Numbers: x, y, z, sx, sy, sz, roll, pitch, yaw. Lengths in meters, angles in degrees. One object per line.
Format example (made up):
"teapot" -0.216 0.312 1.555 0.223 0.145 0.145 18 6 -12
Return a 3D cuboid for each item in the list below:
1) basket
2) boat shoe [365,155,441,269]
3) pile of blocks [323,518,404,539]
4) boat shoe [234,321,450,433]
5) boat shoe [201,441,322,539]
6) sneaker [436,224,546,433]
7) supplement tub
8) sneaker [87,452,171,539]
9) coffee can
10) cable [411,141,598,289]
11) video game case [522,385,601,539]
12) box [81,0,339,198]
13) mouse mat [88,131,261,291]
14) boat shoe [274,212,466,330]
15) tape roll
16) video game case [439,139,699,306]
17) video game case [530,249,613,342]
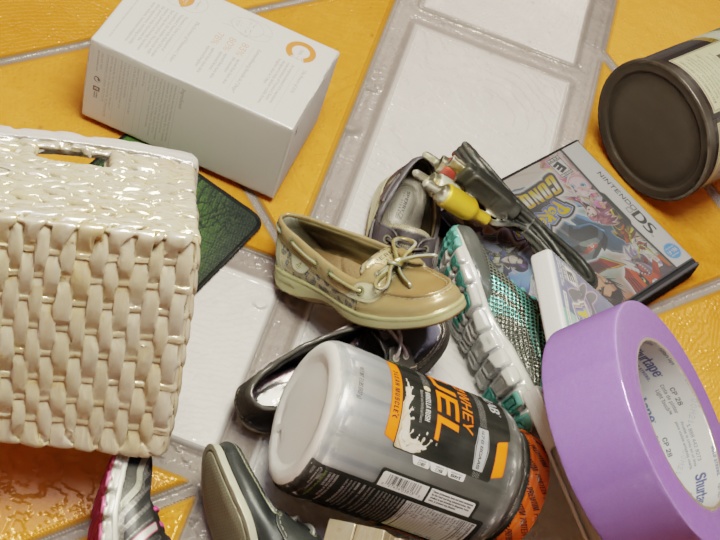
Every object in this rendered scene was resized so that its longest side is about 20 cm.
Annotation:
"basket" -0.225 0.017 0.982 0.198 0.200 0.161 7 25 -14
"boat shoe" 0.035 -0.020 1.200 0.072 0.065 0.200 18 53 -7
"pile of blocks" 0.057 0.249 1.005 0.200 0.082 0.062 21 70 -12
"boat shoe" -0.009 0.080 1.097 0.200 0.057 0.067 -22 76 -17
"boat shoe" -0.061 0.216 0.998 0.068 0.072 0.200 -17 66 -33
"sneaker" 0.134 0.047 1.177 0.091 0.078 0.200 -14 69 -22
"supplement tub" 0.039 0.142 1.030 0.200 0.123 0.123 23 49 -22
"sneaker" -0.151 0.219 0.966 0.087 0.074 0.200 5 56 -18
"coffee can" 0.365 -0.171 1.360 0.200 0.146 0.146 -23 64 -30
"cable" 0.133 -0.046 1.225 0.200 0.050 0.097 40 26 -17
"video game case" 0.203 0.194 1.067 0.143 0.017 0.200 25 38 -53
"box" -0.140 -0.176 1.238 0.200 0.098 0.125 24 49 2
"mouse mat" -0.202 -0.031 1.174 0.161 0.008 0.200 34 53 9
"boat shoe" 0.000 0.000 1.116 0.200 0.063 0.073 14 30 37
"tape roll" 0.217 0.127 1.016 0.200 0.066 0.200 40 36 -38
"video game case" 0.199 -0.025 1.279 0.200 0.026 0.181 -28 67 -32
"video game case" 0.212 0.103 1.122 0.182 0.023 0.200 36 37 -44
